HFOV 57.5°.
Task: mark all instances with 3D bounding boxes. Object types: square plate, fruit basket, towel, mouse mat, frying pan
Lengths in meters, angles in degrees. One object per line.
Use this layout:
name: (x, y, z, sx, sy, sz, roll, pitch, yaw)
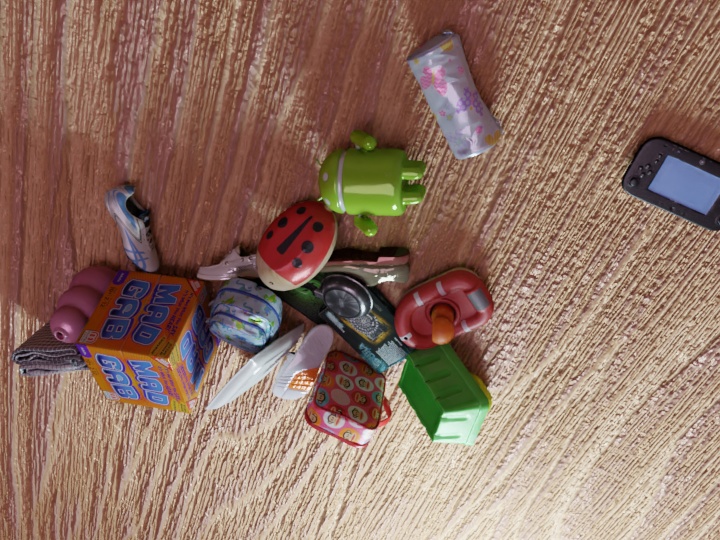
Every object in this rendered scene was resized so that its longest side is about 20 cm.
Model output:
square plate: (-0.218, 0.210, 1.400, 0.028, 0.198, 0.200, 47, 122, 6)
fruit basket: (0.202, 0.249, 1.349, 0.213, 0.216, 0.157, 16, 126, 3)
towel: (-0.665, 0.161, 1.498, 0.197, 0.166, 0.087, -7, 114, 18)
mouse mat: (-0.119, 0.017, 1.368, 0.199, 0.008, 0.161, 35, 123, -8)
frying pan: (-0.063, 0.038, 1.302, 0.188, 0.031, 0.115, 29, 139, 0)

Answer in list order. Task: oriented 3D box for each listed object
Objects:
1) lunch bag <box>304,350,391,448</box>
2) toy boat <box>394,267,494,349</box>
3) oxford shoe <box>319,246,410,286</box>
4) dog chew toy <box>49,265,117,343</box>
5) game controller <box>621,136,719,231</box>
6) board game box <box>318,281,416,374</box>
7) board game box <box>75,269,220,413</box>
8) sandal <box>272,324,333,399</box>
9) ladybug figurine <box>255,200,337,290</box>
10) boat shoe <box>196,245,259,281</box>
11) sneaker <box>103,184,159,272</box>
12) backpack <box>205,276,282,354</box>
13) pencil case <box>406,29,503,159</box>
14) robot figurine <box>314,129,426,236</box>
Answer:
lunch bag: (-0.015, 0.272, 1.388, 0.174, 0.201, 0.083, 24, 120, -2)
toy boat: (0.157, 0.093, 1.272, 0.199, 0.131, 0.131, -27, 112, 26)
oxford shoe: (0.000, 0.000, 1.284, 0.197, 0.071, 0.076, 0, 114, 14)
dog chew toy: (-0.587, 0.078, 1.403, 0.123, 0.201, 0.126, 7, 123, 10)
game controller: (0.538, -0.143, 1.085, 0.198, 0.042, 0.105, 23, 124, -2)
board game box: (0.024, 0.120, 1.380, 0.135, 0.028, 0.200, -32, 112, 29)
board game box: (-0.435, 0.149, 1.386, 0.197, 0.202, 0.201, 7, 138, 8)
sandal: (-0.121, 0.192, 1.424, 0.079, 0.059, 0.208, 25, 110, -23)
ladybug figurine: (-0.126, -0.051, 1.248, 0.135, 0.072, 0.201, 41, 96, 13)
boat shoe: (-0.245, -0.017, 1.345, 0.197, 0.071, 0.070, -5, 95, 15)
sneaker: (-0.457, -0.081, 1.352, 0.071, 0.072, 0.202, -11, 122, 10)
backpack: (-0.232, 0.092, 1.330, 0.162, 0.155, 0.200, 29, 139, -5)
pencil case: (0.155, -0.282, 1.066, 0.090, 0.083, 0.201, -19, 115, 31)
robot figurine: (0.015, -0.157, 1.159, 0.197, 0.116, 0.178, 4, 113, 13)
